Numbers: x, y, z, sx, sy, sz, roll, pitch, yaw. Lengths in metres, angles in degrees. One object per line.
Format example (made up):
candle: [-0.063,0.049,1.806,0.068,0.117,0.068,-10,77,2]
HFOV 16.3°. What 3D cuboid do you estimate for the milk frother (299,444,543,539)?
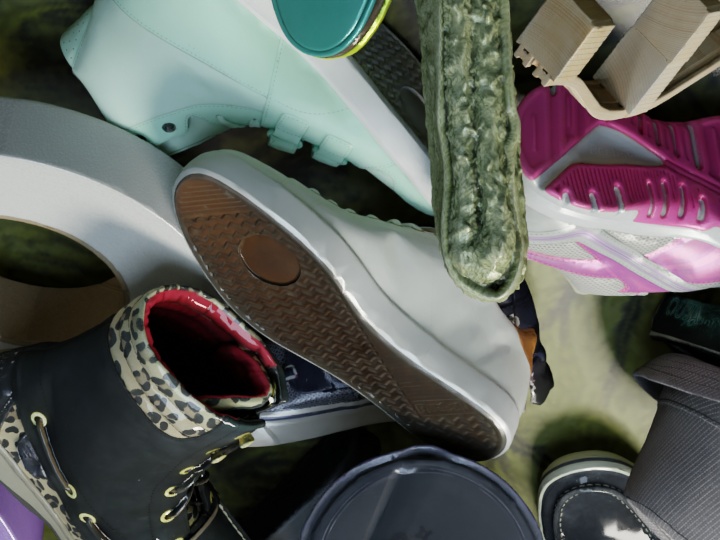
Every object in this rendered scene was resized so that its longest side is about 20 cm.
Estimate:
milk frother: [0.078,0.178,1.216,0.200,0.181,0.188,-14,167,-2]

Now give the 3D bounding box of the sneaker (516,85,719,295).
sneaker: [0.140,-0.028,1.188,0.200,0.081,0.088,15,149,-23]

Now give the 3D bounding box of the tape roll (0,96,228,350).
tape roll: [-0.160,-0.007,1.192,0.203,0.037,0.203,7,145,5]

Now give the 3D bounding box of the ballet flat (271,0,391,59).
ballet flat: [-0.004,-0.192,1.069,0.067,0.067,0.200,7,114,20]

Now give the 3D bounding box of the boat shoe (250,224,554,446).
boat shoe: [-0.009,0.027,1.241,0.200,0.075,0.093,-7,112,3]

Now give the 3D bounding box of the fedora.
fedora: [0.209,0.122,1.224,0.200,0.177,0.090,29,84,-1]

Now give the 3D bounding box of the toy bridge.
toy bridge: [0.128,-0.097,1.089,0.027,0.200,0.067,48,122,19]

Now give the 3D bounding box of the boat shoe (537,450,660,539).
boat shoe: [0.144,0.180,1.343,0.075,0.062,0.200,-12,123,11]

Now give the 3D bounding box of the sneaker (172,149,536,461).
sneaker: [0.000,0.000,1.155,0.200,0.085,0.073,41,140,-20]

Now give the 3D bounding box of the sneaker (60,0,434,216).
sneaker: [-0.044,-0.074,1.161,0.118,0.074,0.200,-39,113,25]

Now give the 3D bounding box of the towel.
towel: [0.043,-0.088,1.064,0.036,0.148,0.200,-5,92,0]

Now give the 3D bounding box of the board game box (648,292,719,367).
board game box: [0.250,0.074,1.228,0.200,0.135,0.028,30,87,-19]

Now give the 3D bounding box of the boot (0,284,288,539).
boot: [-0.081,0.098,1.193,0.204,0.073,0.154,46,137,-18]

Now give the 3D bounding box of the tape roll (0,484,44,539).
tape roll: [-0.270,0.143,1.322,0.200,0.066,0.200,1,126,1]

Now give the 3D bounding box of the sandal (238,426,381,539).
sandal: [-0.051,0.162,1.322,0.048,0.075,0.200,39,117,-15]
